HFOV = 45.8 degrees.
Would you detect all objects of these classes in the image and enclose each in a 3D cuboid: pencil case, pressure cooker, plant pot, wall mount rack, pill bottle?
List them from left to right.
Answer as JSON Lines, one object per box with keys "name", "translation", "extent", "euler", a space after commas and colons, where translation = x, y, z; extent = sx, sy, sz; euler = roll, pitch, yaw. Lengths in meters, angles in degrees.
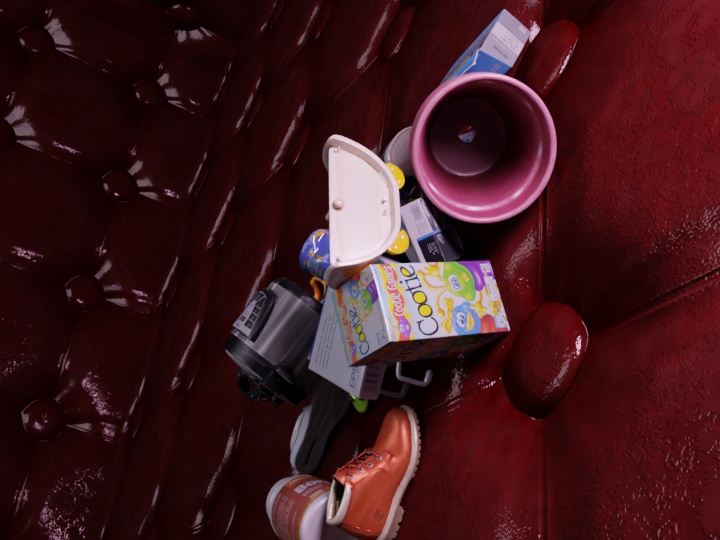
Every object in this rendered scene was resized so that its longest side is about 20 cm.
{"name": "pressure cooker", "translation": [-0.134, 0.135, 1.454], "extent": [0.200, 0.178, 0.176], "euler": [-52, -23, -9]}
{"name": "pill bottle", "translation": [-0.073, 0.376, 1.303], "extent": [0.200, 0.112, 0.113], "euler": [-5, 64, 64]}
{"name": "pencil case", "translation": [0.000, 0.000, 1.374], "extent": [0.087, 0.199, 0.078], "euler": [-59, -22, -15]}
{"name": "wall mount rack", "translation": [0.072, 0.093, 1.267], "extent": [0.200, 0.074, 0.175], "euler": [131, 150, -68]}
{"name": "plant pot", "translation": [0.164, -0.182, 1.216], "extent": [0.201, 0.199, 0.179], "euler": [-62, 7, 12]}

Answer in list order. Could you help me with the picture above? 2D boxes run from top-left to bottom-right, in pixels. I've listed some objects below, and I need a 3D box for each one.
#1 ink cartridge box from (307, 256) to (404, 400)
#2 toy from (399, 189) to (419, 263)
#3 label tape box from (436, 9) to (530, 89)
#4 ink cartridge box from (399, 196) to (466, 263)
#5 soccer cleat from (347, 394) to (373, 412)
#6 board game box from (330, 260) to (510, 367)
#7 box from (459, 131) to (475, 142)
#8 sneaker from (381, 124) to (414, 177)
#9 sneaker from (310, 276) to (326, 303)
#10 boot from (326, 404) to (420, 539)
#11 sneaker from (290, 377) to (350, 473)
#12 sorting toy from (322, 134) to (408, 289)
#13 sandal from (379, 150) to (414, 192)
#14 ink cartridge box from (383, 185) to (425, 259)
{"name": "ink cartridge box", "translation": [-0.019, 0.066, 1.262], "extent": [0.200, 0.040, 0.201], "euler": [19, 97, 55]}
{"name": "toy", "translation": [0.078, -0.076, 1.334], "extent": [0.201, 0.047, 0.115], "euler": [63, 167, 12]}
{"name": "label tape box", "translation": [0.181, -0.308, 1.345], "extent": [0.143, 0.066, 0.200], "euler": [-43, 12, 43]}
{"name": "ink cartridge box", "translation": [0.110, -0.058, 1.234], "extent": [0.039, 0.100, 0.200], "euler": [-24, 1, 17]}
{"name": "soccer cleat", "translation": [0.013, 0.131, 1.403], "extent": [0.067, 0.081, 0.202], "euler": [-15, 77, 55]}
{"name": "board game box", "translation": [0.079, 0.055, 1.116], "extent": [0.103, 0.199, 0.106], "euler": [-37, 63, 50]}
{"name": "box", "translation": [0.147, -0.193, 1.427], "extent": [0.200, 0.041, 0.039], "euler": [0, 66, 65]}
{"name": "sneaker", "translation": [0.078, -0.184, 1.367], "extent": [0.106, 0.075, 0.200], "euler": [-35, 5, 45]}
{"name": "sneaker", "translation": [-0.065, 0.095, 1.589], "extent": [0.078, 0.077, 0.201], "euler": [-41, 35, 43]}
{"name": "boot", "translation": [0.018, 0.278, 1.202], "extent": [0.075, 0.107, 0.201], "euler": [-19, 51, 63]}
{"name": "sneaker", "translation": [-0.077, 0.250, 1.477], "extent": [0.201, 0.073, 0.071], "euler": [-63, 26, 11]}
{"name": "sorting toy", "translation": [-0.013, -0.048, 1.171], "extent": [0.180, 0.106, 0.201], "euler": [121, 152, -58]}
{"name": "sandal", "translation": [0.050, -0.131, 1.550], "extent": [0.048, 0.075, 0.202], "euler": [-111, 39, -66]}
{"name": "ink cartridge box", "translation": [0.036, -0.074, 1.462], "extent": [0.201, 0.067, 0.117], "euler": [-61, -15, 15]}
